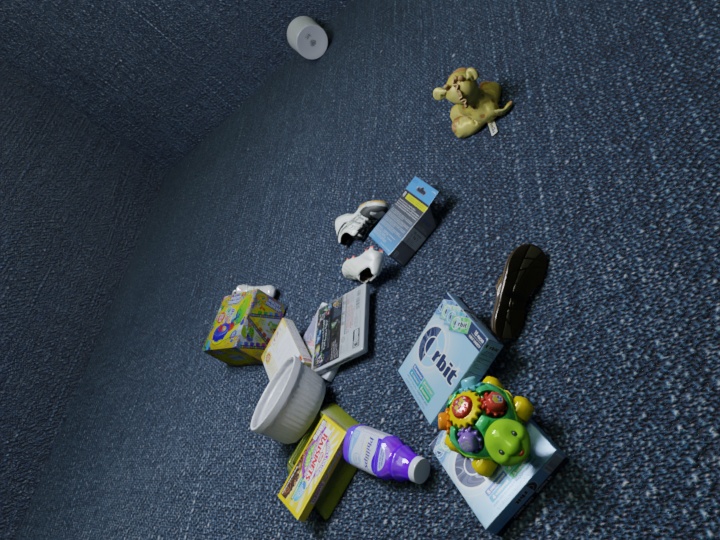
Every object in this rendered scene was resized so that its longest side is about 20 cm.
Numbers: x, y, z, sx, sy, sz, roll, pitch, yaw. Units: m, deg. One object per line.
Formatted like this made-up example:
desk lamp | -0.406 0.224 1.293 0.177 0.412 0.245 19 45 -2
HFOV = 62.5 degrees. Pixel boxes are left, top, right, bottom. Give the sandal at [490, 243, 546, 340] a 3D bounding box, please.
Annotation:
sandal | 0.298 0.040 1.153 0.055 0.081 0.202 159 132 -73

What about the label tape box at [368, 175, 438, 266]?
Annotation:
label tape box | 0.126 -0.128 1.528 0.201 0.063 0.144 -51 32 7

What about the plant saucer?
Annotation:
plant saucer | -0.083 0.408 1.319 0.201 0.048 0.199 -59 32 -6

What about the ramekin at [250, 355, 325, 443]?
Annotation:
ramekin | -0.168 0.316 1.421 0.201 0.104 0.201 -54 12 17

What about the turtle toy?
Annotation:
turtle toy | 0.203 0.248 0.955 0.146 0.101 0.200 -55 32 -3

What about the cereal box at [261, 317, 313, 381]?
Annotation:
cereal box | -0.200 0.243 1.599 0.145 0.039 0.200 -58 36 18

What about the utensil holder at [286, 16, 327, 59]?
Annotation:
utensil holder | -0.255 -1.126 2.875 0.170 0.169 0.200 -47 35 12

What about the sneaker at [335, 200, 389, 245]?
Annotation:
sneaker | 0.009 -0.131 1.698 0.199 0.075 0.089 -26 58 41

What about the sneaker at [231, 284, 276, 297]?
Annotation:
sneaker | -0.356 0.082 1.936 0.199 0.099 0.079 -19 46 43

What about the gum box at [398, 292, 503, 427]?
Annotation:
gum box | 0.169 0.173 1.159 0.201 0.044 0.170 -59 30 16

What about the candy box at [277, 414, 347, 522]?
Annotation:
candy box | -0.097 0.416 1.261 0.102 0.026 0.201 19 76 54

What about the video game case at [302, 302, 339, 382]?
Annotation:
video game case | -0.090 0.183 1.563 0.199 0.023 0.184 12 70 56

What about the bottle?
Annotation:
bottle | 0.049 0.364 1.162 0.199 0.065 0.085 5 84 49

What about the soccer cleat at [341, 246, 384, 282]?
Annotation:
soccer cleat | 0.000 0.000 1.542 0.200 0.069 0.078 -32 45 61

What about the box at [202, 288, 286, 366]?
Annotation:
box | -0.357 0.179 1.824 0.199 0.122 0.194 -13 50 46

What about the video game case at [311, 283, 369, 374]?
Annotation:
video game case | -0.049 0.150 1.502 0.181 0.023 0.202 -30 41 33

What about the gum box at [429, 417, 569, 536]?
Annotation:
gum box | 0.226 0.308 1.006 0.170 0.044 0.200 -50 31 7

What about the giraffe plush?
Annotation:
giraffe plush | 0.276 -0.450 1.536 0.173 0.162 0.201 -44 33 15
